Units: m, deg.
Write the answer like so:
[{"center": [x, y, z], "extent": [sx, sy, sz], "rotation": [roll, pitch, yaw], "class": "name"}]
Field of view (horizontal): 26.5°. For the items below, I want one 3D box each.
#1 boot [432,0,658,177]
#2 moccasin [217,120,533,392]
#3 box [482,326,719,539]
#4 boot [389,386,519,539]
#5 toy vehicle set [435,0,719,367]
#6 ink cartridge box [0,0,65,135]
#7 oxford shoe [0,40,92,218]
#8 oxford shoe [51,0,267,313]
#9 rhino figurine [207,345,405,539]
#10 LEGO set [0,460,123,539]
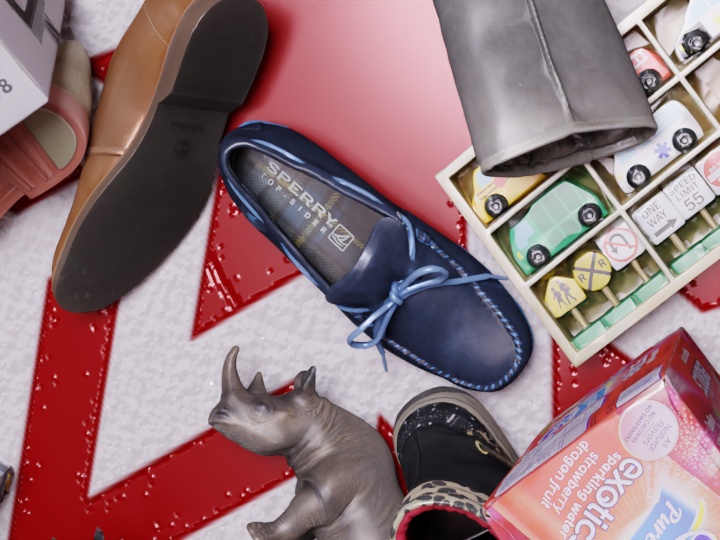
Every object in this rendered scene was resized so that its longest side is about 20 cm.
[{"center": [0.041, -0.142, 0.739], "extent": [0.180, 0.073, 0.203], "rotation": [-9, 85, -13], "class": "boot"}, {"center": [0.000, 0.000, 0.799], "extent": [0.199, 0.068, 0.081], "rotation": [34, 101, 5], "class": "moccasin"}, {"center": [0.135, 0.101, 0.711], "extent": [0.099, 0.200, 0.096], "rotation": [-38, 85, 13], "class": "box"}, {"center": [0.081, 0.162, 0.747], "extent": [0.073, 0.154, 0.204], "rotation": [-36, 96, 11], "class": "boot"}, {"center": [0.152, -0.061, 0.780], "extent": [0.199, 0.026, 0.125], "rotation": [-39, 86, 13], "class": "toy vehicle set"}, {"center": [-0.216, -0.105, 0.771], "extent": [0.115, 0.201, 0.067], "rotation": [-31, 121, 14], "class": "ink cartridge box"}, {"center": [-0.222, -0.062, 0.855], "extent": [0.198, 0.074, 0.071], "rotation": [-22, 129, 26], "class": "oxford shoe"}, {"center": [-0.120, -0.071, 0.833], "extent": [0.071, 0.071, 0.201], "rotation": [38, 105, 37], "class": "oxford shoe"}, {"center": [-0.016, 0.127, 0.818], "extent": [0.087, 0.060, 0.201], "rotation": [-32, 87, -6], "class": "rhino figurine"}, {"center": [-0.218, 0.179, 0.865], "extent": [0.198, 0.116, 0.155], "rotation": [24, 129, 13], "class": "LEGO set"}]
